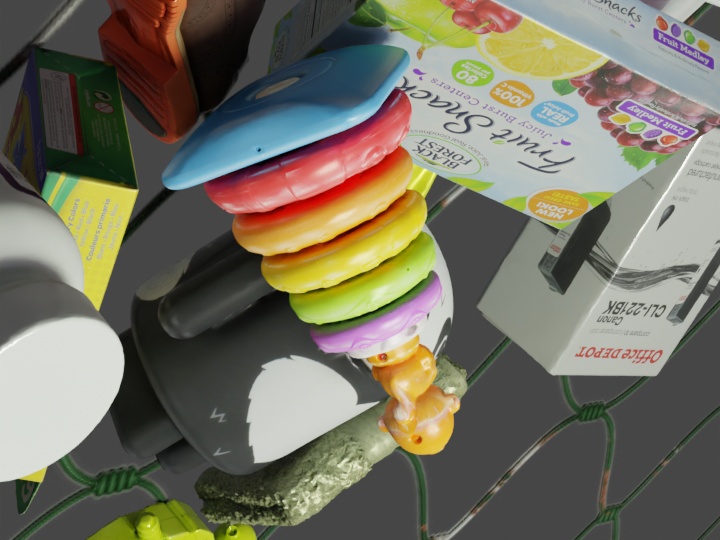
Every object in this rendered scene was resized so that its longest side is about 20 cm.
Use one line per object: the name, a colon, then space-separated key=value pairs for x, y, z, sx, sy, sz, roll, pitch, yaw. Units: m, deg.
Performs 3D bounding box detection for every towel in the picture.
towel: x=-0.024 y=0.100 z=1.177 sx=0.148 sy=0.037 sz=0.200 roll=-37 pitch=-172 yaw=-18

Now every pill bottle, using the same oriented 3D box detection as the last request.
pill bottle: x=-0.186 y=-0.006 z=0.822 sx=0.112 sy=0.200 sz=0.113 roll=-28 pitch=143 yaw=-24

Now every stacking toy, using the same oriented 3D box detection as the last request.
stacking toy: x=0.000 y=0.000 z=0.952 sx=0.115 sy=0.201 sz=0.110 roll=-19 pitch=-165 yaw=20

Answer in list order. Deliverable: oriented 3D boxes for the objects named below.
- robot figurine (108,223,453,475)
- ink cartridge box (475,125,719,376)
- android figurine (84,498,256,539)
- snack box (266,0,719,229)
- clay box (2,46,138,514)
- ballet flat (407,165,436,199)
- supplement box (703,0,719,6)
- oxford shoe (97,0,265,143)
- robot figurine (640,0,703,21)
robot figurine: x=-0.044 y=0.035 z=1.070 sx=0.199 sy=0.125 sz=0.150 roll=-30 pitch=-168 yaw=12
ink cartridge box: x=0.189 y=-0.029 z=1.331 sx=0.144 sy=0.084 sz=0.201 roll=4 pitch=123 yaw=-51
android figurine: x=-0.143 y=0.223 z=1.269 sx=0.181 sy=0.041 sz=0.201 roll=-32 pitch=147 yaw=-21
snack box: x=0.071 y=-0.103 z=1.015 sx=0.199 sy=0.053 sz=0.142 roll=22 pitch=146 yaw=-26
clay box: x=-0.159 y=0.009 z=0.944 sx=0.047 sy=0.115 sz=0.201 roll=11 pitch=121 yaw=-20
ballet flat: x=0.013 y=-0.059 z=1.131 sx=0.067 sy=0.067 sz=0.201 roll=17 pitch=111 yaw=-31
supplement box: x=0.151 y=-0.189 z=0.940 sx=0.199 sy=0.101 sz=0.104 roll=10 pitch=108 yaw=-35
oxford shoe: x=-0.084 y=-0.144 z=0.912 sx=0.072 sy=0.071 sz=0.200 roll=-38 pitch=161 yaw=-21
robot figurine: x=0.148 y=-0.203 z=1.068 sx=0.200 sy=0.113 sz=0.170 roll=-40 pitch=130 yaw=-8
